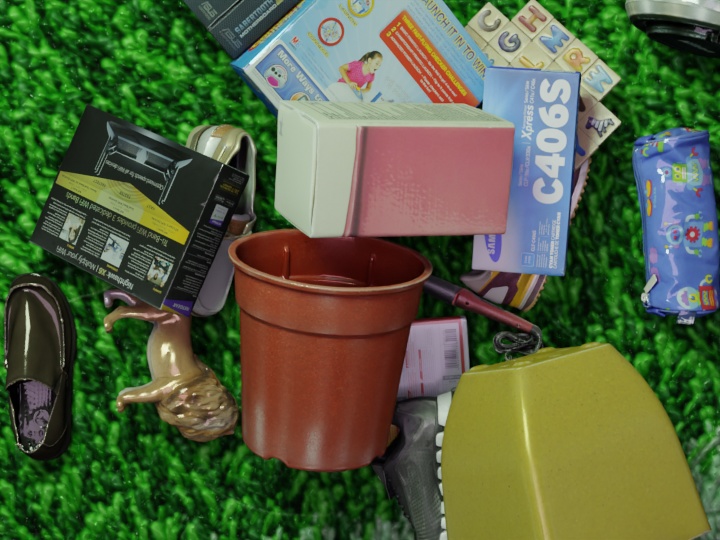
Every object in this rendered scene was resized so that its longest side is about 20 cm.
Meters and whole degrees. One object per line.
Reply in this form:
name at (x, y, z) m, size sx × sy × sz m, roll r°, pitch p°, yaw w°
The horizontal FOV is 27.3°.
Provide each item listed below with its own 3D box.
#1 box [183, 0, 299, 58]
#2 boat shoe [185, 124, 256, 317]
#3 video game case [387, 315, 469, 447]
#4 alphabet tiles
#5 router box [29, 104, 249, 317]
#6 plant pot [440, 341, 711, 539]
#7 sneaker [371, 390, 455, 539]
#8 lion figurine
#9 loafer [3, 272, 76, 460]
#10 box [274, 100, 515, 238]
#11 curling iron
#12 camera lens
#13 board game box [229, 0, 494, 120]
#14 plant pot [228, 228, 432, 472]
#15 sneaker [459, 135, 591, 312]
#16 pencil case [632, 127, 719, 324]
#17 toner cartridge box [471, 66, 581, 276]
box at (-0.118, -0.320, 1.488) m, size 0.157 × 0.200 × 0.051 m, roll -40°, pitch 134°, yaw 3°
boat shoe at (-0.149, -0.051, 1.537) m, size 0.068 × 0.074 × 0.202 m, roll 4°, pitch 92°, yaw 42°
video game case at (0.017, 0.125, 1.565) m, size 0.198 × 0.017 × 0.144 m, roll -4°, pitch 99°, yaw 1°
alphabet tiles at (0.165, -0.180, 1.530) m, size 0.166 × 0.006 × 0.200 m, roll -45°, pitch 68°, yaw 3°
router box at (-0.228, -0.063, 1.514) m, size 0.199 × 0.052 × 0.158 m, roll 25°, pitch 91°, yaw 31°
plant pot at (0.193, 0.180, 1.453) m, size 0.194 × 0.194 × 0.202 m, roll -11°, pitch 89°, yaw -27°
sneaker at (0.056, 0.221, 1.543) m, size 0.090 × 0.066 × 0.202 m, roll 2°, pitch 103°, yaw 2°
lion figurine at (-0.201, 0.084, 1.555) m, size 0.122 × 0.072 × 0.202 m, roll -10°, pitch 87°, yaw -5°
loafer at (-0.337, 0.103, 1.558) m, size 0.072 × 0.071 × 0.202 m, roll -6°, pitch 92°, yaw 2°
box at (0.030, -0.097, 1.406) m, size 0.198 × 0.128 × 0.110 m, roll -2°, pitch 106°, yaw -19°
curling iron at (0.101, 0.037, 1.531) m, size 0.199 × 0.026 × 0.050 m, roll 31°, pitch 76°, yaw -3°
camera lens at (0.360, -0.320, 1.478) m, size 0.159 × 0.160 × 0.202 m, roll 14°, pitch 92°, yaw 1°
board game box at (0.008, -0.197, 1.473) m, size 0.196 × 0.056 × 0.200 m, roll -44°, pitch 114°, yaw -5°
plant pot at (-0.037, 0.080, 1.462) m, size 0.199 × 0.201 × 0.197 m, roll 6°, pitch 107°, yaw 2°
sneaker at (0.170, -0.062, 1.535) m, size 0.090 × 0.075 × 0.201 m, roll 20°, pitch 91°, yaw -4°
pencil case at (0.323, -0.046, 1.528) m, size 0.086 × 0.078 × 0.202 m, roll -4°, pitch 90°, yaw -21°
toner cartridge box at (0.165, -0.099, 1.474) m, size 0.094 × 0.043 × 0.202 m, roll 4°, pitch 99°, yaw 11°
